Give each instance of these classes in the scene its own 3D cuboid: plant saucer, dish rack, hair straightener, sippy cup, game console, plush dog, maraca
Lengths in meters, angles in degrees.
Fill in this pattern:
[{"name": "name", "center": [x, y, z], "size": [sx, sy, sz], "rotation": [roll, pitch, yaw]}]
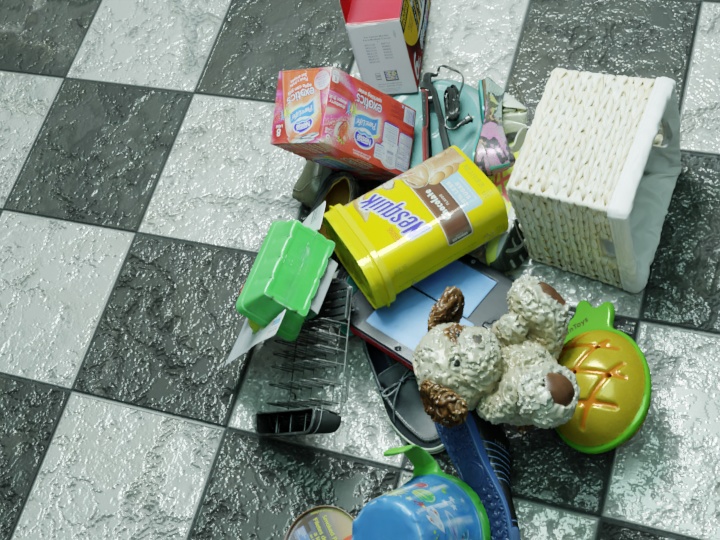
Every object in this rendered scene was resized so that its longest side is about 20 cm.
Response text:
[{"name": "plant saucer", "center": [0.099, -0.198, 1.514], "size": [0.196, 0.036, 0.203], "rotation": [-6, 62, 12]}, {"name": "dish rack", "center": [-0.066, 0.109, 1.334], "size": [0.152, 0.054, 0.204], "rotation": [-15, 65, 55]}, {"name": "hair straightener", "center": [0.122, -0.205, 1.474], "size": [0.075, 0.041, 0.203], "rotation": [-7, 57, 12]}, {"name": "sippy cup", "center": [0.059, 0.297, 1.185], "size": [0.140, 0.130, 0.178], "rotation": [-51, 61, 16]}, {"name": "game console", "center": [0.096, 0.046, 1.330], "size": [0.198, 0.031, 0.177], "rotation": [31, 67, 27]}, {"name": "plush dog", "center": [0.141, 0.112, 1.205], "size": [0.168, 0.162, 0.202], "rotation": [12, 45, -6]}, {"name": "maraca", "center": [0.273, 0.123, 1.258], "size": [0.136, 0.107, 0.202], "rotation": [-35, 42, 22]}]

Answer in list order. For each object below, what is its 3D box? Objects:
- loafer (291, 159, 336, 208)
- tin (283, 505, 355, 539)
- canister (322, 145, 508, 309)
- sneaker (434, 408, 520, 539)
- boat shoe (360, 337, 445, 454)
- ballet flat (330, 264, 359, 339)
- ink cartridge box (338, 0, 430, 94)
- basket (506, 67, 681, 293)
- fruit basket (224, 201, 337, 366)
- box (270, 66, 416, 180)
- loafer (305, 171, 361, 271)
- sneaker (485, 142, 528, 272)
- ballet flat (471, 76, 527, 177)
[{"name": "loafer", "center": [-0.052, -0.180, 1.523], "size": [0.068, 0.075, 0.203], "rotation": [9, 66, 15]}, {"name": "tin", "center": [-0.019, 0.371, 1.238], "size": [0.111, 0.042, 0.202], "rotation": [-36, 58, 12]}, {"name": "canister", "center": [0.069, -0.059, 1.339], "size": [0.198, 0.087, 0.149], "rotation": [-29, 47, -9]}, {"name": "sneaker", "center": [0.153, 0.240, 1.251], "size": [0.070, 0.077, 0.204], "rotation": [-26, 77, 41]}, {"name": "boat shoe", "center": [0.053, 0.139, 1.335], "size": [0.074, 0.062, 0.202], "rotation": [-27, 60, -2]}, {"name": "ballet flat", "center": [0.000, 0.000, 1.425], "size": [0.072, 0.073, 0.203], "rotation": [13, 71, 21]}, {"name": "ink cartridge box", "center": [0.039, -0.386, 1.528], "size": [0.082, 0.177, 0.203], "rotation": [-3, 52, 15]}, {"name": "basket", "center": [0.295, -0.112, 1.323], "size": [0.158, 0.199, 0.203], "rotation": [13, 67, 26]}, {"name": "fruit basket", "center": [-0.103, 0.025, 1.349], "size": [0.093, 0.200, 0.188], "rotation": [26, 64, -9]}, {"name": "box", "center": [-0.020, -0.191, 1.416], "size": [0.094, 0.199, 0.102], "rotation": [3, 82, 37]}, {"name": "loafer", "center": [-0.055, -0.040, 1.428], "size": [0.071, 0.072, 0.204], "rotation": [16, 88, 1]}, {"name": "sneaker", "center": [0.187, -0.085, 1.414], "size": [0.089, 0.078, 0.203], "rotation": [3, 58, 26]}, {"name": "ballet flat", "center": [0.187, -0.192, 1.418], "size": [0.070, 0.070, 0.202], "rotation": [-3, 39, 12]}]
